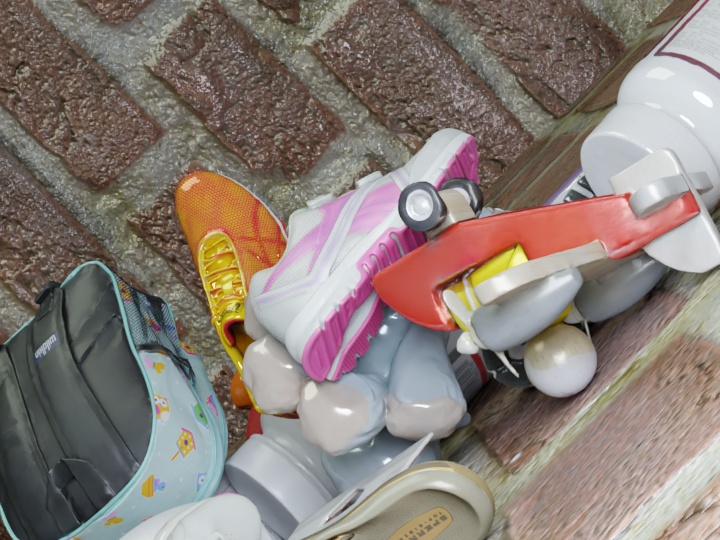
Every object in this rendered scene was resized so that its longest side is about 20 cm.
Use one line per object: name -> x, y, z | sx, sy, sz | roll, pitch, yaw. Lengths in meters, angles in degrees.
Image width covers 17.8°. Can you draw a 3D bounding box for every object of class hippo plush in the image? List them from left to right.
hippo plush -> -0.002, 0.074, 1.574 | 0.161, 0.159, 0.200 | 93, -174, -51

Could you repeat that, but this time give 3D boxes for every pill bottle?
pill bottle -> -0.003, 0.110, 1.751 | 0.200, 0.114, 0.114 | -46, 2, -18
pill bottle -> 0.238, -0.117, 1.513 | 0.200, 0.110, 0.110 | -46, 3, -25

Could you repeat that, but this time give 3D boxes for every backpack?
backpack -> -0.189, 0.124, 1.706 | 0.176, 0.153, 0.200 | -39, 43, 14

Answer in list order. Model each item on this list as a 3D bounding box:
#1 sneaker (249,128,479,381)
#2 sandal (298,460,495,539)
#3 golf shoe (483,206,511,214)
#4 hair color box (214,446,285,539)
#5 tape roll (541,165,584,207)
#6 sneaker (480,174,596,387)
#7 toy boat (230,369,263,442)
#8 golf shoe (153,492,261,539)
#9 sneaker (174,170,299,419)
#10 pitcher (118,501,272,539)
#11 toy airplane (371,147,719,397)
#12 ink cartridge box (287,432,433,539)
sneaker -> 0.000, -0.026, 1.491 | 0.200, 0.088, 0.081 | -46, -32, -24
sandal -> -0.007, 0.181, 1.271 | 0.200, 0.080, 0.054 | -40, 26, 21
golf shoe -> 0.124, -0.022, 1.837 | 0.200, 0.092, 0.073 | -27, -9, -45
hair color box -> -0.113, 0.231, 1.750 | 0.061, 0.099, 0.200 | -41, 4, 39
tape roll -> 0.183, -0.042, 1.712 | 0.200, 0.066, 0.200 | -45, 2, 2
sneaker -> 0.147, -0.005, 1.586 | 0.200, 0.078, 0.090 | -46, 0, -8
toy boat -> -0.054, 0.100, 1.977 | 0.130, 0.131, 0.200 | -10, 46, 31
golf shoe -> -0.105, 0.211, 1.466 | 0.091, 0.075, 0.200 | -23, 21, 41
sneaker -> -0.080, 0.012, 1.651 | 0.073, 0.200, 0.077 | -35, -19, 19
pitcher -> -0.142, 0.262, 1.602 | 0.200, 0.172, 0.121 | -28, 35, -13
toy airplane -> 0.127, 0.005, 1.390 | 0.199, 0.142, 0.199 | -8, 1, -20
ink cartridge box -> -0.030, 0.204, 1.457 | 0.176, 0.045, 0.200 | -48, 4, -35
